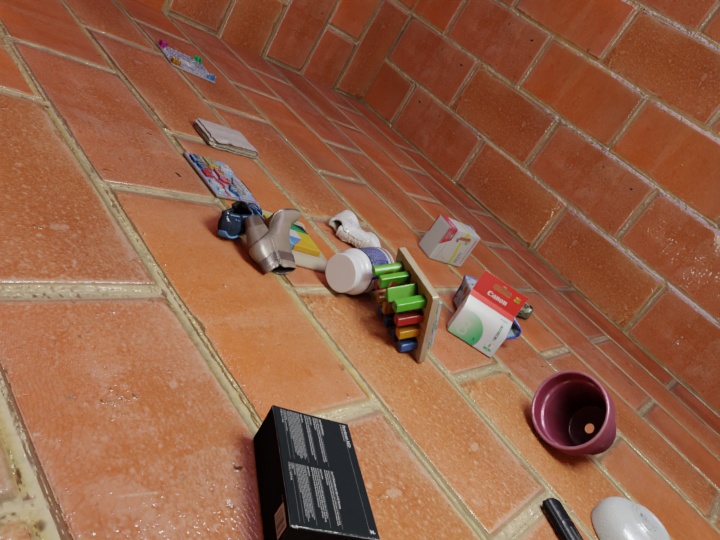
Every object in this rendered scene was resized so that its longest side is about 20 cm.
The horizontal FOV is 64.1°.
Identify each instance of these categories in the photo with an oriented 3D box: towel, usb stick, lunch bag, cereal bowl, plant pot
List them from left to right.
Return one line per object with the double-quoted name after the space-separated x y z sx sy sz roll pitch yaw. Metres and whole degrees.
-0.426 -0.421 1.825 0.198 0.035 0.133 4 39 -54 "towel"
0.403 0.129 1.814 0.196 0.126 0.171 22 23 -11 "lunch bag"
0.423 0.539 1.125 0.055 0.033 0.202 29 22 -34 "usb stick"
0.562 0.380 1.466 0.178 0.200 0.201 36 16 -39 "plant pot"
0.608 0.578 1.252 0.197 0.084 0.201 30 23 -14 "cereal bowl"

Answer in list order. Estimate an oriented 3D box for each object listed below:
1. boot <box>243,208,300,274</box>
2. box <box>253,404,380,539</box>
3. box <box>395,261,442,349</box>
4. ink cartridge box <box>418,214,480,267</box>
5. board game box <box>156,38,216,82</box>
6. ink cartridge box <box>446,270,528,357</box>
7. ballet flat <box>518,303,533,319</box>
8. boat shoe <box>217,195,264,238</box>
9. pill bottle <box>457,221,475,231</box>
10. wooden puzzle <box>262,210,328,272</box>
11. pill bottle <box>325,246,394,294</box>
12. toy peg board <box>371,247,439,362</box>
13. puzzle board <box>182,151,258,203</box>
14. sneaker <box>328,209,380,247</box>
-0.190 -0.066 1.365 0.198 0.070 0.149 -16 75 -47 "boot"
-0.069 0.304 0.814 0.138 0.080 0.202 20 26 -26 "box"
0.135 0.085 1.462 0.039 0.140 0.201 -6 33 -21 "box"
0.338 -0.109 2.164 0.197 0.147 0.084 13 30 -43 "ink cartridge box"
-0.690 -0.836 2.291 0.197 0.026 0.201 11 33 -47 "board game box"
0.366 0.128 1.649 0.159 0.202 0.050 31 22 -7 "ink cartridge box"
0.578 0.136 2.132 0.197 0.064 0.068 13 30 -44 "ballet flat"
-0.279 -0.134 1.381 0.082 0.070 0.201 10 21 3 "boat shoe"
0.383 -0.141 2.341 0.115 0.116 0.198 47 24 29 "pill bottle"
-0.181 -0.085 1.497 0.182 0.038 0.201 16 29 -41 "wooden puzzle"
0.000 0.000 1.484 0.116 0.117 0.198 43 22 21 "pill bottle"
0.089 0.087 1.391 0.095 0.203 0.201 -7 39 -20 "toy peg board"
-0.381 -0.255 1.577 0.149 0.018 0.201 4 39 -53 "puzzle board"
-0.019 -0.097 1.745 0.098 0.076 0.200 -22 58 -43 "sneaker"
